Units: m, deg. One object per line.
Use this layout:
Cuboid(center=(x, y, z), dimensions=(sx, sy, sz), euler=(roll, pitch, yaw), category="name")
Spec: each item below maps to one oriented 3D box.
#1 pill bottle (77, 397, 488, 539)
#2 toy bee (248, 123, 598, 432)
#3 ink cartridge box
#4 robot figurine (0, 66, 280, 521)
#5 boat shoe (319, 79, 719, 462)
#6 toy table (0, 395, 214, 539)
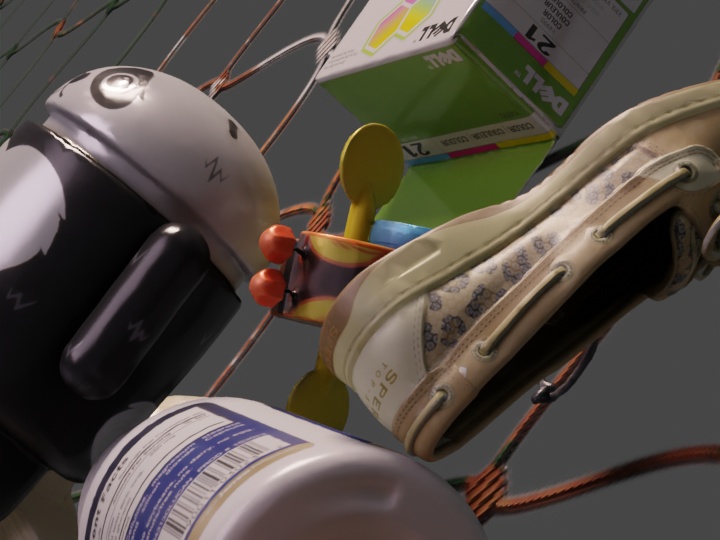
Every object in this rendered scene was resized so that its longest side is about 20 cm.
Cuboid(center=(-0.039, 0.106, 0.717), dimensions=(0.111, 0.111, 0.200), euler=(-53, 20, -11), category="pill bottle")
Cuboid(center=(0.000, 0.000, 0.801), dimensions=(0.200, 0.108, 0.131), euler=(-35, 46, 57), category="toy bee")
Cuboid(center=(0.034, -0.079, 0.947), dimensions=(0.200, 0.076, 0.148), euler=(-55, 20, -19), category="ink cartridge box")
Cuboid(center=(-0.124, 0.006, 0.833), dimensions=(0.200, 0.150, 0.125), euler=(-50, -25, -9), category="robot figurine")
Cuboid(center=(0.083, 0.000, 0.680), dimensions=(0.200, 0.073, 0.063), euler=(-30, 58, -16), category="boat shoe")
Cuboid(center=(-0.160, 0.096, 0.982), dimensions=(0.200, 0.117, 0.184), euler=(-33, 25, 37), category="toy table")
